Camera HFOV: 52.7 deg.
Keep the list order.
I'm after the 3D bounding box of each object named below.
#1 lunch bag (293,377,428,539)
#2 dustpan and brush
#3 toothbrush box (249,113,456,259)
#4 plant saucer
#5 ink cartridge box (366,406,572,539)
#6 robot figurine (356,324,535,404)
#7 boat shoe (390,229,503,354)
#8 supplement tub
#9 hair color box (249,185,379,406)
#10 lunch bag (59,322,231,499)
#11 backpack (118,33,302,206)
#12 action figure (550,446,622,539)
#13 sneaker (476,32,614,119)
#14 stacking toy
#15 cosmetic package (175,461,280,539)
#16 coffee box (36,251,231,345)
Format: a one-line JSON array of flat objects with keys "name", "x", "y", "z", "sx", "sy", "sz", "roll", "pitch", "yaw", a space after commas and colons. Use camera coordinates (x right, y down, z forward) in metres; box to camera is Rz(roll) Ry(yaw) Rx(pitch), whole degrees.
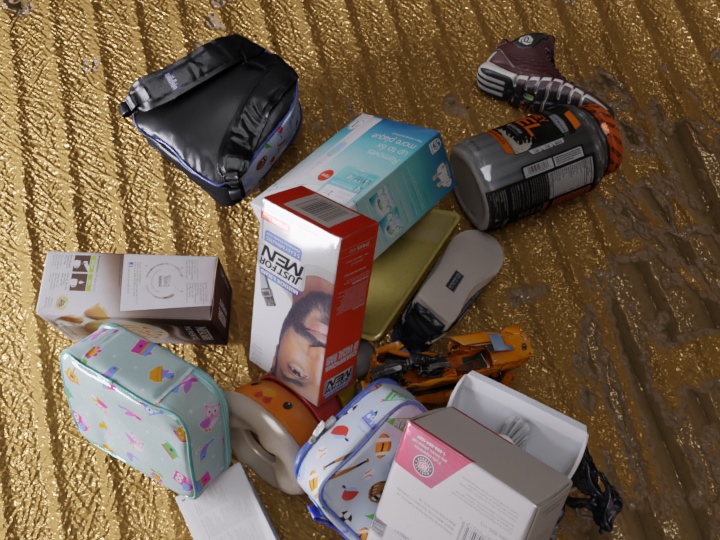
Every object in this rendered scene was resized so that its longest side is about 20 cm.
[{"name": "lunch bag", "x": 0.023, "y": 0.220, "z": 0.778, "sx": 0.160, "sy": 0.200, "sz": 0.076, "roll": -43, "pitch": 35, "yaw": -11}, {"name": "dustpan and brush", "x": 0.130, "y": 0.222, "z": 0.737, "sx": 0.139, "sy": 0.057, "sz": 0.201, "roll": 24, "pitch": 114, "yaw": 23}, {"name": "toothbrush box", "x": -0.008, "y": -0.092, "z": 0.878, "sx": 0.200, "sy": 0.085, "sz": 0.146, "roll": -42, "pitch": 41, "yaw": -20}, {"name": "plant saucer", "x": 0.000, "y": 0.000, "z": 0.884, "sx": 0.199, "sy": 0.049, "sz": 0.200, "roll": 14, "pitch": 56, "yaw": 37}, {"name": "ink cartridge box", "x": 0.090, "y": 0.256, "z": 0.692, "sx": 0.146, "sy": 0.083, "sz": 0.201, "roll": 28, "pitch": 109, "yaw": 34}, {"name": "robot figurine", "x": 0.091, "y": 0.117, "z": 0.845, "sx": 0.199, "sy": 0.145, "sz": 0.058, "roll": -6, "pitch": 59, "yaw": -11}, {"name": "boat shoe", "x": 0.105, "y": 0.027, "z": 0.912, "sx": 0.075, "sy": 0.093, "sz": 0.200, "roll": 42, "pitch": 45, "yaw": 7}, {"name": "supplement tub", "x": 0.226, "y": -0.139, "z": 0.943, "sx": 0.199, "sy": 0.123, "sz": 0.123, "roll": -22, "pitch": 72, "yaw": -9}, {"name": "hair color box", "x": -0.053, "y": 0.027, "z": 0.761, "sx": 0.111, "sy": 0.201, "sz": 0.064, "roll": 27, "pitch": 35, "yaw": 31}, {"name": "lunch bag", "x": -0.236, "y": 0.155, "z": 0.802, "sx": 0.199, "sy": 0.161, "sz": 0.077, "roll": 22, "pitch": 43, "yaw": 25}, {"name": "backpack", "x": -0.169, "y": -0.198, "z": 0.946, "sx": 0.200, "sy": 0.154, "sz": 0.191, "roll": 39, "pitch": 82, "yaw": 6}, {"name": "action figure", "x": 0.180, "y": 0.267, "z": 0.801, "sx": 0.200, "sy": 0.119, "sz": 0.102, "roll": -32, "pitch": 27, "yaw": 23}, {"name": "sneaker", "x": 0.274, "y": -0.277, "z": 1.021, "sx": 0.199, "sy": 0.076, "sz": 0.116, "roll": 26, "pitch": 69, "yaw": 9}, {"name": "stacking toy", "x": -0.058, "y": 0.145, "z": 0.852, "sx": 0.146, "sy": 0.146, "sz": 0.200, "roll": 39, "pitch": 56, "yaw": 13}, {"name": "cosmetic package", "x": -0.124, "y": 0.325, "z": 0.808, "sx": 0.082, "sy": 0.051, "sz": 0.200, "roll": -26, "pitch": 72, "yaw": -12}, {"name": "coffee box", "x": -0.265, "y": 0.036, "z": 0.878, "sx": 0.199, "sy": 0.114, "sz": 0.080, "roll": 1, "pitch": 69, "yaw": 1}]
